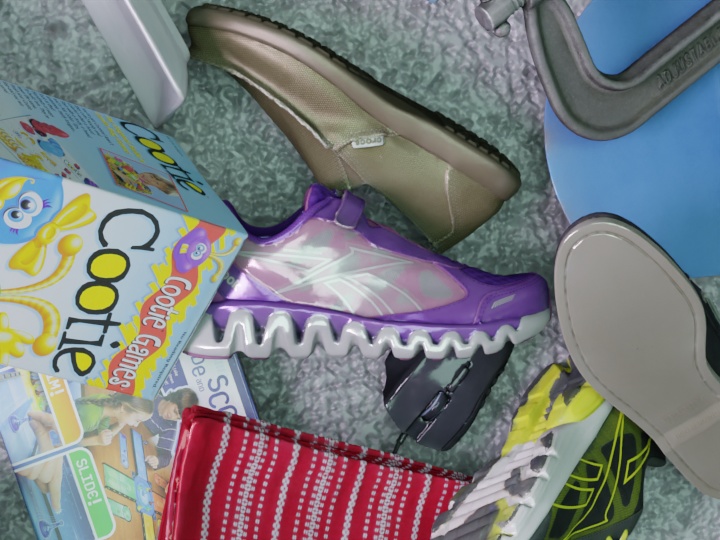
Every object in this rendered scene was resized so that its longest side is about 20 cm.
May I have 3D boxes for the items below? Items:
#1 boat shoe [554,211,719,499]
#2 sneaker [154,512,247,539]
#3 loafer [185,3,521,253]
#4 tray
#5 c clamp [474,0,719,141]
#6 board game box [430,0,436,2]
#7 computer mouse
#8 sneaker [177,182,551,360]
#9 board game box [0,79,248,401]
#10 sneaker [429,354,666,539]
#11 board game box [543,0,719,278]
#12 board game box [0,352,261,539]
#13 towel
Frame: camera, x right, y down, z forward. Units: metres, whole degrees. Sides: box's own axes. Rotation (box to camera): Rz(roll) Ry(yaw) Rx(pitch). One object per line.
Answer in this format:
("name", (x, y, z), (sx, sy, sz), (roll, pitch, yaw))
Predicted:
("boat shoe", (0.157, 0.037, 1.008), (0.072, 0.063, 0.200), (-28, 122, 17))
("sneaker", (-0.060, 0.199, 0.995), (0.087, 0.076, 0.202), (0, 95, -23))
("loafer", (-0.011, -0.075, 1.015), (0.199, 0.076, 0.068), (30, 97, -1))
("tray", (-0.140, -0.171, 0.989), (0.022, 0.107, 0.201), (-31, 94, -12))
("c clamp", (0.140, -0.159, 0.979), (0.199, 0.027, 0.172), (-33, 118, -21))
("board game box", (-0.031, -0.225, 0.990), (0.198, 0.105, 0.104), (20, 90, -4))
("computer mouse", (0.022, 0.095, 1.026), (0.058, 0.034, 0.201), (34, 78, -16))
("sneaker", (0.000, 0.000, 0.980), (0.198, 0.080, 0.089), (1, 92, -3))
("board game box", (-0.174, -0.025, 0.916), (0.199, 0.105, 0.104), (17, 111, -38))
("sneaker", (0.106, 0.124, 0.997), (0.085, 0.074, 0.200), (50, 51, -13))
("board game box", (0.192, -0.076, 1.055), (0.198, 0.039, 0.160), (-7, 87, -10))
("board game box", (-0.109, 0.123, 1.031), (0.134, 0.034, 0.202), (-18, 93, -5))
("towel", (-0.021, 0.157, 0.967), (0.199, 0.022, 0.146), (17, 79, -34))
